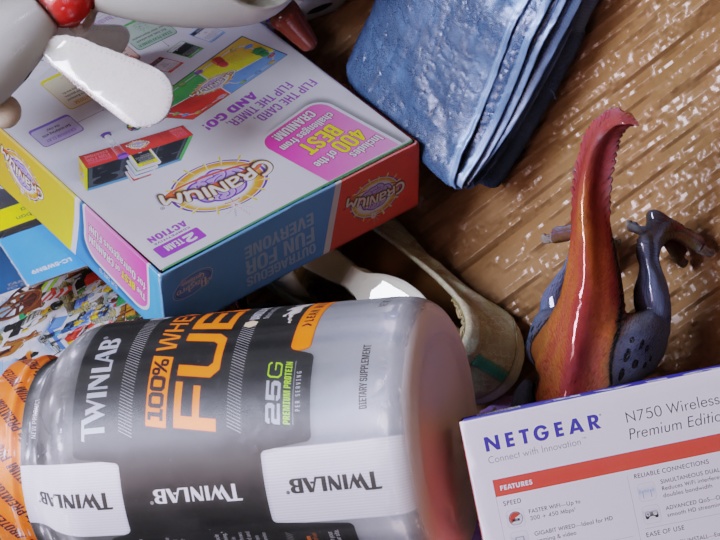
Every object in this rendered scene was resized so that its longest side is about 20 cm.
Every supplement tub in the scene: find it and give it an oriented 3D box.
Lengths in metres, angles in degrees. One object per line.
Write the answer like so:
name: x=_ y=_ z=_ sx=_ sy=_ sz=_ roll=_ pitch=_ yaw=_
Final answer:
supplement tub: x=-0.056 y=0.079 z=1.192 sx=0.199 sy=0.123 sz=0.123 roll=-6 pitch=93 yaw=16

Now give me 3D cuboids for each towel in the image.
towel: x=0.062 y=-0.143 z=1.272 sx=0.112 sy=0.048 sz=0.200 roll=45 pitch=126 yaw=31

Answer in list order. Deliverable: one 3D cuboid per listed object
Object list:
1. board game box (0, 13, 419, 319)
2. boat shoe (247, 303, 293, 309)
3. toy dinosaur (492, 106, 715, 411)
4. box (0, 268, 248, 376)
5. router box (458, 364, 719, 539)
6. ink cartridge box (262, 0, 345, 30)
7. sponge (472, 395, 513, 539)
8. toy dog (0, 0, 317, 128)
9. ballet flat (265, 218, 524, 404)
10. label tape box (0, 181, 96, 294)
board game box: x=-0.092 y=-0.065 z=1.317 sx=0.200 sy=0.153 sz=0.040 roll=40 pitch=146 yaw=37
boat shoe: x=-0.092 y=0.055 z=1.439 sx=0.200 sy=0.073 sz=0.066 roll=6 pitch=118 yaw=50
toy dinosaur: x=0.083 y=0.057 z=1.208 sx=0.105 sy=0.200 sz=0.182 roll=5 pitch=56 yaw=33
box: x=-0.124 y=0.038 z=1.361 sx=0.136 sy=0.200 sz=0.038 roll=-27 pitch=113 yaw=5
router box: x=0.155 y=0.130 z=1.138 sx=0.199 sy=0.049 sz=0.180 roll=-11 pitch=88 yaw=2
ink cartridge box: x=-0.041 y=-0.230 z=1.345 sx=0.200 sy=0.043 sz=0.199 roll=-34 pitch=71 yaw=65
sponge: x=0.033 y=0.142 z=1.248 sx=0.112 sy=0.200 sz=0.030 roll=44 pitch=149 yaw=28
toy dog: x=-0.096 y=-0.117 z=1.282 sx=0.200 sy=0.132 sz=0.096 roll=-20 pitch=118 yaw=8
ballet flat: x=0.000 y=0.000 z=1.340 sx=0.200 sy=0.062 sz=0.068 roll=29 pitch=92 yaw=37
label tape box: x=-0.138 y=-0.050 z=1.380 sx=0.200 sy=0.144 sz=0.063 roll=53 pitch=155 yaw=42
